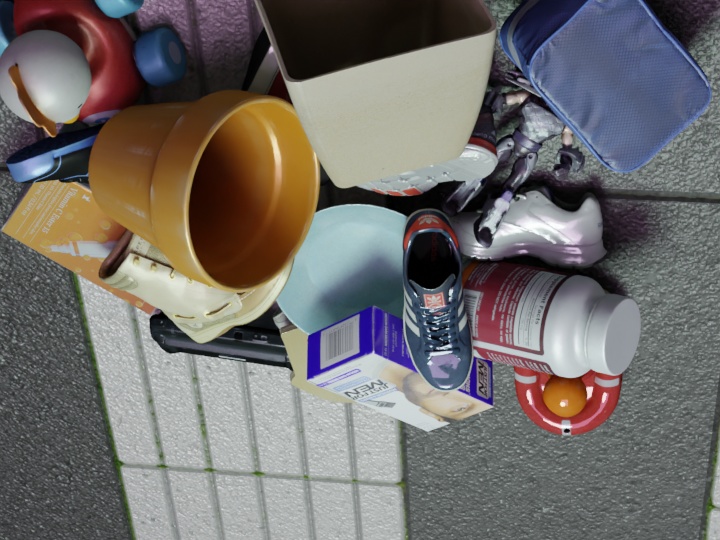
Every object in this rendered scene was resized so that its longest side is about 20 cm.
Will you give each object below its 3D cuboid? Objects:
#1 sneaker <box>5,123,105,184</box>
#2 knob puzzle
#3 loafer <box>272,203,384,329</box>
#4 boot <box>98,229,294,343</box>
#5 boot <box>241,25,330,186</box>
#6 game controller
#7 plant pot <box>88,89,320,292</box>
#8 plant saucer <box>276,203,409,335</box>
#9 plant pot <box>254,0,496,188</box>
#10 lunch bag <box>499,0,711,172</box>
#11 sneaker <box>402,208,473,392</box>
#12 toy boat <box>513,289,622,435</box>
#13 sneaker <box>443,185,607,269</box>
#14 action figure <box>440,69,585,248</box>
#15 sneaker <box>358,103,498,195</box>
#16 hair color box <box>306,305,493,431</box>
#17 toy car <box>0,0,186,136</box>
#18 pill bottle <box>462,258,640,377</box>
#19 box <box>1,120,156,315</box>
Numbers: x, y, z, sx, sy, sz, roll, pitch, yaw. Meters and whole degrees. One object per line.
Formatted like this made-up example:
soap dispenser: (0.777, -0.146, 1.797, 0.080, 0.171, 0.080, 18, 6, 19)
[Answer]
sneaker: (-0.283, -0.117, 1.681, 0.070, 0.200, 0.078, 19, 125, 56)
knob puzzle: (0.007, 0.095, 1.876, 0.219, 0.030, 0.220, -11, 140, -9)
loafer: (-0.045, -0.004, 1.806, 0.070, 0.070, 0.200, 37, 121, -11)
boot: (-0.180, -0.004, 1.690, 0.155, 0.073, 0.200, 34, 141, -25)
boot: (-0.056, -0.181, 1.660, 0.144, 0.072, 0.200, 14, 131, -11)
game controller: (-0.160, 0.088, 1.904, 0.200, 0.042, 0.104, 9, 168, 5)
plant pot: (-0.174, -0.095, 1.597, 0.183, 0.200, 0.200, 16, 138, 36)
plant saucer: (0.000, 0.000, 1.739, 0.201, 0.039, 0.201, 2, 126, 2)
plant pot: (0.014, -0.201, 1.517, 0.199, 0.200, 0.177, -15, 138, -6)
lunch bag: (0.244, -0.202, 1.535, 0.136, 0.132, 0.200, -40, 117, 10)
sneaker: (0.079, 0.037, 1.645, 0.075, 0.085, 0.200, -11, 98, 1)
toy boat: (0.240, 0.119, 1.807, 0.130, 0.131, 0.200, 1, 130, 10)
sneaker: (0.176, -0.055, 1.726, 0.200, 0.075, 0.087, 3, 109, 9)
action figure: (0.169, -0.126, 1.643, 0.130, 0.069, 0.200, 36, 115, 4)
sneaker: (0.061, -0.133, 1.634, 0.200, 0.082, 0.077, -5, 155, 32)
hair color box: (0.047, 0.115, 1.758, 0.200, 0.065, 0.109, 24, 144, -38)
toy car: (-0.309, -0.198, 1.602, 0.184, 0.200, 0.177, -15, 126, 22)
pill bottle: (0.199, 0.054, 1.697, 0.200, 0.113, 0.113, 12, 136, 35)
box: (-0.287, -0.061, 1.780, 0.200, 0.098, 0.124, 30, 129, -15)
